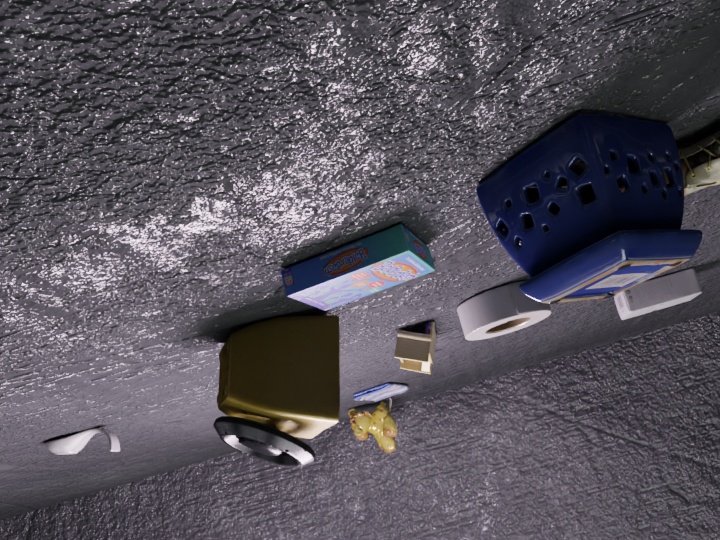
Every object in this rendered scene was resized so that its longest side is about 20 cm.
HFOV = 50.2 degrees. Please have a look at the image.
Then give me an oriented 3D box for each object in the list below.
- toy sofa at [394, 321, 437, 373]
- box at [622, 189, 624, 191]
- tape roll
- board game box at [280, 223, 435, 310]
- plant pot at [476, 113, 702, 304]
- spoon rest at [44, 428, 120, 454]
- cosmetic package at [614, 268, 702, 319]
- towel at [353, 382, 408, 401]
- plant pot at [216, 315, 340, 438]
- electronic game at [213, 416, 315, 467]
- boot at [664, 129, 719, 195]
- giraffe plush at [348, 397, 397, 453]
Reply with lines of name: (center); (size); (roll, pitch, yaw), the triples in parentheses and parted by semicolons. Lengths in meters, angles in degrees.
toy sofa: (0.134, 0.182, 1.846); (0.082, 0.099, 0.200); (8, 166, 10)
box: (0.365, -0.090, 1.216); (0.117, 0.042, 0.200); (-11, 161, -15)
tape roll: (0.317, 0.089, 1.697); (0.200, 0.072, 0.203); (-14, 163, -4)
board game box: (0.000, 0.000, 1.167); (0.198, 0.046, 0.152); (-21, 162, 16)
plant pot: (0.297, -0.067, 0.980); (0.198, 0.182, 0.200); (-2, 159, -36)
spoon rest: (-0.702, 0.432, 1.943); (0.197, 0.062, 0.099); (-5, 165, 14)
cosmetic package: (0.783, 0.064, 2.031); (0.197, 0.075, 0.102); (-15, 164, 2)
towel: (0.072, 0.416, 2.619); (0.145, 0.024, 0.200); (-22, 162, 17)
plant pot: (-0.160, 0.195, 1.426); (0.197, 0.197, 0.196); (6, 157, -18)
electronic game: (-0.178, 0.316, 1.425); (0.197, 0.042, 0.201); (15, 154, 7)
boot: (0.476, -0.160, 1.030); (0.198, 0.073, 0.155); (-15, 165, -22)
giraffe plush: (0.039, 0.583, 2.882); (0.160, 0.203, 0.172); (-5, -174, -16)
